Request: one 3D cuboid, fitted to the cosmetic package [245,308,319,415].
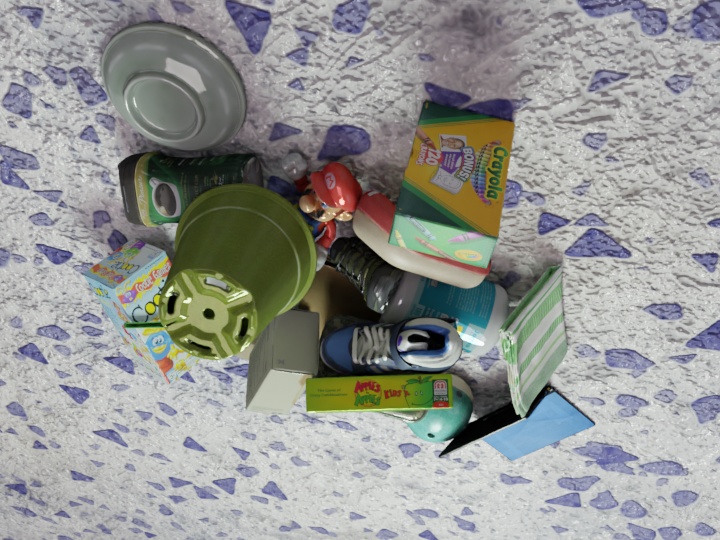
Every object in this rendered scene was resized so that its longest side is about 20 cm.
[{"bbox_3d":[-0.122,0.143,1.320,0.071,0.106,0.200,9,153,-15],"label":"cosmetic package"}]

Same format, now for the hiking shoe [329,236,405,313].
[{"bbox_3d":[0.000,0.000,1.199,0.100,0.200,0.076,26,95,-7],"label":"hiking shoe"}]

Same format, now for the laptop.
[{"bbox_3d":[0.269,0.289,1.469,0.187,0.200,0.116,-34,87,33],"label":"laptop"}]

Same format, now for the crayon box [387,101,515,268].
[{"bbox_3d":[0.111,-0.105,1.019,0.118,0.201,0.058,14,141,2],"label":"crayon box"}]

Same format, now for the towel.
[{"bbox_3d":[0.259,0.103,1.254,0.023,0.153,0.201,22,146,35],"label":"towel"}]

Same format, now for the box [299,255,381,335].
[{"bbox_3d":[-0.046,0.055,1.388,0.163,0.021,0.200,19,139,-4],"label":"box"}]

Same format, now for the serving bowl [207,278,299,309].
[{"bbox_3d":[-0.178,-0.002,1.298,0.199,0.066,0.200,19,173,3],"label":"serving bowl"}]

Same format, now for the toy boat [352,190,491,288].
[{"bbox_3d":[0.092,-0.065,1.147,0.199,0.131,0.131,17,102,-26],"label":"toy boat"}]

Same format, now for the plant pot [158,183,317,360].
[{"bbox_3d":[-0.169,0.015,1.090,0.199,0.190,0.201,3,115,7],"label":"plant pot"}]

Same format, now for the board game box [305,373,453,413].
[{"bbox_3d":[0.028,0.174,1.208,0.199,0.048,0.102,-2,170,4],"label":"board game box"}]

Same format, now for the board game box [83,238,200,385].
[{"bbox_3d":[-0.336,0.066,1.383,0.105,0.103,0.201,18,139,44],"label":"board game box"}]

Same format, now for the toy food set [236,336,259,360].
[{"bbox_3d":[-0.187,0.090,1.435,0.199,0.061,0.144,18,147,0],"label":"toy food set"}]

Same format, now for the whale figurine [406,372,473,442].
[{"bbox_3d":[0.096,0.225,1.471,0.199,0.104,0.159,26,139,-15],"label":"whale figurine"}]

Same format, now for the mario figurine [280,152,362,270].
[{"bbox_3d":[-0.080,-0.079,1.186,0.123,0.106,0.200,30,140,-17],"label":"mario figurine"}]

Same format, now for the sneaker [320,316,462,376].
[{"bbox_3d":[0.039,0.096,1.166,0.199,0.081,0.147,4,162,4],"label":"sneaker"}]

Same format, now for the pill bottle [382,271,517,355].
[{"bbox_3d":[0.141,0.056,1.262,0.199,0.111,0.111,20,140,-5],"label":"pill bottle"}]

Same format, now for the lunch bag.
[{"bbox_3d":[0.023,0.152,1.349,0.199,0.140,0.168,13,172,6],"label":"lunch bag"}]

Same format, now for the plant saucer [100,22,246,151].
[{"bbox_3d":[-0.249,-0.223,1.119,0.199,0.050,0.201,9,139,8],"label":"plant saucer"}]

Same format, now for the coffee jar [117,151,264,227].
[{"bbox_3d":[-0.239,-0.112,1.205,0.199,0.085,0.105,4,115,14],"label":"coffee jar"}]

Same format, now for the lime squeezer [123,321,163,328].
[{"bbox_3d":[-0.261,0.083,1.336,0.199,0.071,0.038,-5,97,-8],"label":"lime squeezer"}]
